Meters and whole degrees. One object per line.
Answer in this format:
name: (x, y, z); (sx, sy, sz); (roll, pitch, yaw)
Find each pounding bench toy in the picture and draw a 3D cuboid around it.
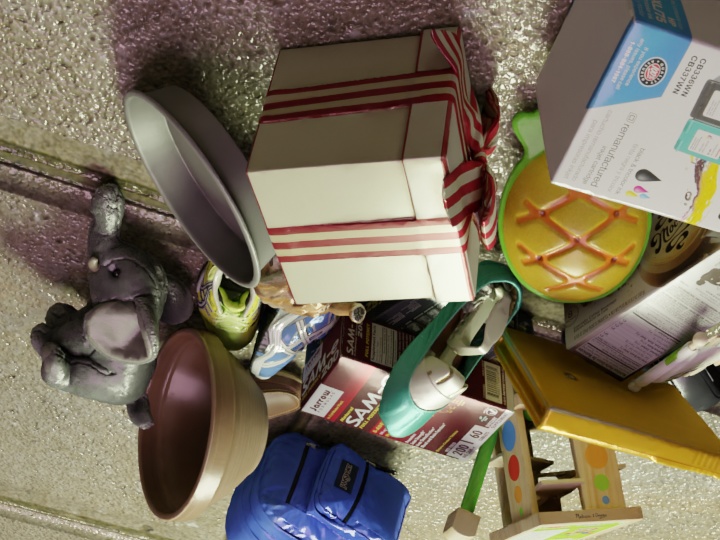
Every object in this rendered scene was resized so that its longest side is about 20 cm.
pounding bench toy: (0.176, 0.207, 1.231); (0.198, 0.158, 0.124); (0, 158, -19)

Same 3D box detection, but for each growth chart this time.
growth chart: (0.352, 0.075, 1.110); (0.198, 0.018, 0.145); (-14, 159, -32)

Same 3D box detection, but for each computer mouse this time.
computer mouse: (0.305, 0.114, 1.228); (0.139, 0.046, 0.200); (-23, 130, 29)

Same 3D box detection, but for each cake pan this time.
cake pan: (-0.137, -0.078, 0.997); (0.037, 0.200, 0.201); (-36, 139, -19)

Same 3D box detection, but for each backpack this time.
backpack: (-0.050, 0.290, 1.389); (0.199, 0.163, 0.168); (32, 124, -8)

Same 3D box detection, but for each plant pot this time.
plant pot: (-0.160, 0.167, 1.218); (0.092, 0.202, 0.201); (10, 141, -30)

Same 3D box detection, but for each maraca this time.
maraca: (0.190, -0.065, 1.010); (0.135, 0.107, 0.202); (-1, 111, 3)

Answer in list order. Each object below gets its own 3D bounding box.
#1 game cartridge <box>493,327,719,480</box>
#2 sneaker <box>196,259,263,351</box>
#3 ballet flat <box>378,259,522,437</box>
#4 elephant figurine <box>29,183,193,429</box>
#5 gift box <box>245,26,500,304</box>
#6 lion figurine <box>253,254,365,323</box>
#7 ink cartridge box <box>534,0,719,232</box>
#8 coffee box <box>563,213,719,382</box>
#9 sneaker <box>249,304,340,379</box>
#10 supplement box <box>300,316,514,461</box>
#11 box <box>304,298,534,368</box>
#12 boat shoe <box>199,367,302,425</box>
game cartridge: (0.240, 0.127, 1.101); (0.198, 0.177, 0.033); (19, 107, -14)
sneaker: (-0.135, 0.025, 1.164); (0.074, 0.077, 0.201); (6, 140, -2)
ballet flat: (0.089, 0.077, 1.094); (0.067, 0.201, 0.070); (37, 174, -23)
elephant figurine: (-0.238, 0.039, 1.155); (0.154, 0.142, 0.200); (18, 130, -38)
gift box: (0.021, -0.088, 0.942); (0.185, 0.186, 0.201); (-2, 142, 13)
lion figurine: (0.000, 0.000, 1.082); (0.198, 0.073, 0.122); (-10, -168, -34)
ink cartridge box: (0.258, -0.137, 0.874); (0.198, 0.147, 0.148); (14, 129, -9)
coffee box: (0.284, 0.001, 1.058); (0.079, 0.114, 0.200); (28, 134, -23)
sneaker: (-0.061, 0.054, 1.186); (0.076, 0.076, 0.200); (21, 136, -13)
supplement box: (0.048, 0.123, 1.182); (0.198, 0.061, 0.109); (19, 135, -16)
box: (0.062, 0.078, 1.217); (0.157, 0.051, 0.199); (34, 130, -27)
boat shoe: (-0.155, 0.163, 1.324); (0.198, 0.068, 0.072); (-9, 136, 17)
